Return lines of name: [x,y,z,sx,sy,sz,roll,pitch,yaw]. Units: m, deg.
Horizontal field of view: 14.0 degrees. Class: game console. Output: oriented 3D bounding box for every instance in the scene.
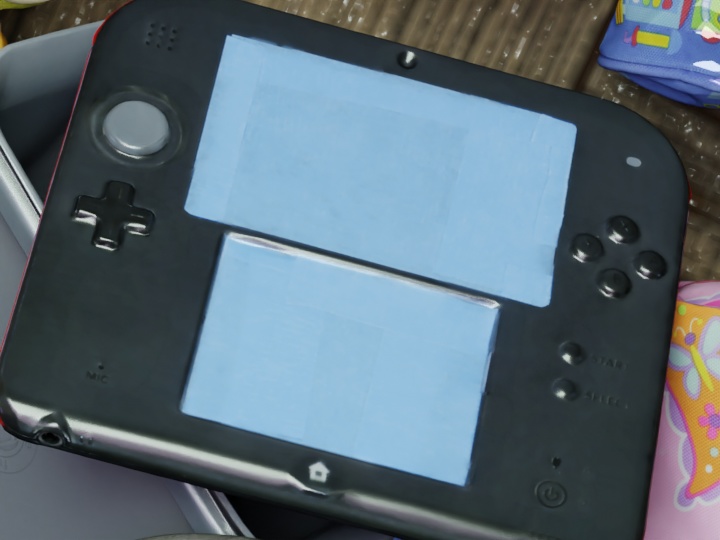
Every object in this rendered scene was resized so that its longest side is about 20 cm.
game console: [0.000,0.000,0.914,0.200,0.031,0.177,15,50,-3]

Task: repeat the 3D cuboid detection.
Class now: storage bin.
storage bin: [-0.083,0.033,1.007,0.134,0.146,0.200,-35,84,34]

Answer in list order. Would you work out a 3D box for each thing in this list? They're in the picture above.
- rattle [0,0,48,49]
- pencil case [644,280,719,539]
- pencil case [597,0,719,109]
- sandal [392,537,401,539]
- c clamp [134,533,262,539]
rattle: [-0.072,-0.137,1.047,0.130,0.143,0.200,13,46,42]
pencil case: [0.122,0.104,0.965,0.087,0.087,0.200,8,94,9]
pencil case: [0.138,-0.152,0.990,0.078,0.087,0.200,14,92,11]
sandal: [0.042,0.102,0.937,0.087,0.079,0.200,6,68,-30]
c clamp: [-0.062,0.167,0.952,0.171,0.027,0.200,10,119,22]
